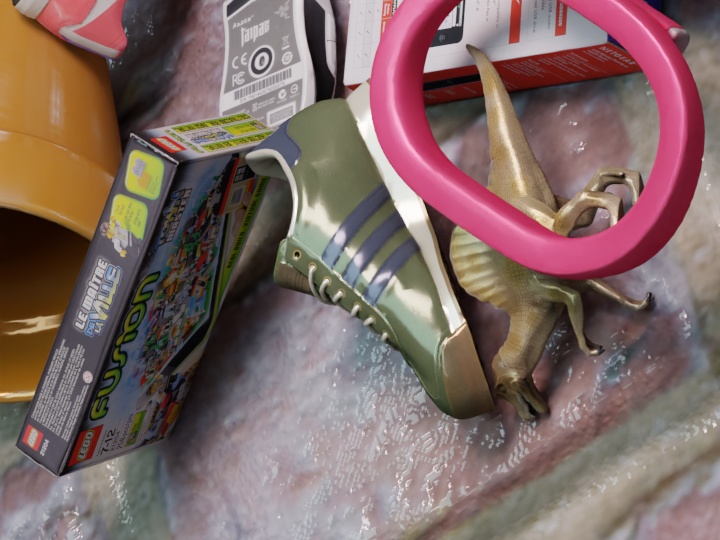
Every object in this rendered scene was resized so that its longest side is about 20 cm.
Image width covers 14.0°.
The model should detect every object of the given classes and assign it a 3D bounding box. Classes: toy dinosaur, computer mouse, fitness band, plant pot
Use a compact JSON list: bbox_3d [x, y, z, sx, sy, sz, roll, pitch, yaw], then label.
[{"bbox_3d":[0.092,-0.025,1.498,0.101,0.058,0.201,-7,86,22],"label":"toy dinosaur"},{"bbox_3d":[-0.046,-0.142,1.685,0.109,0.044,0.201,-18,61,35],"label":"computer mouse"},{"bbox_3d":[0.089,-0.082,1.464,0.200,0.037,0.144,36,110,33],"label":"fitness band"},{"bbox_3d":[-0.218,-0.053,1.718,0.200,0.200,0.184,-26,45,32],"label":"plant pot"}]

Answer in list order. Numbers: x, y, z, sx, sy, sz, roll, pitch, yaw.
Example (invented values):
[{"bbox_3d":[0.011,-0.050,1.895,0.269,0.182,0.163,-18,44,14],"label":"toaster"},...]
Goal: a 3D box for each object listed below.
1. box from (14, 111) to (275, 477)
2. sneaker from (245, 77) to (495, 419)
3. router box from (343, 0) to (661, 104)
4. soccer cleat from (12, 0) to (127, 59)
[{"bbox_3d":[-0.116,0.013,1.616,0.035,0.110,0.200,32,114,23],"label":"box"},{"bbox_3d":[0.000,0.000,1.555,0.090,0.067,0.201,-21,67,1],"label":"sneaker"},{"bbox_3d":[0.081,-0.198,1.588,0.179,0.049,0.201,-5,73,39],"label":"router box"},{"bbox_3d":[-0.135,-0.207,1.746,0.068,0.073,0.200,-41,16,50],"label":"soccer cleat"}]
